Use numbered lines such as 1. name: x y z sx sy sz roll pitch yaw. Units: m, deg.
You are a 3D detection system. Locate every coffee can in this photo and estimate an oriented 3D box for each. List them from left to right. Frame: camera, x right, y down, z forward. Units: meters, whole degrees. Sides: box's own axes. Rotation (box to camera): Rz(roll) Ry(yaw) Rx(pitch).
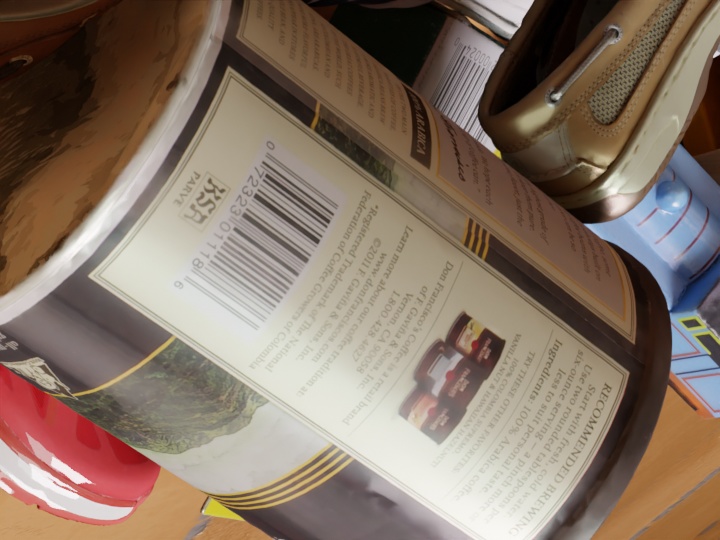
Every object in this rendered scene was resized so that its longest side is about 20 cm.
1. coffee can: -0.021 0.003 0.736 0.200 0.147 0.146 36 125 -28

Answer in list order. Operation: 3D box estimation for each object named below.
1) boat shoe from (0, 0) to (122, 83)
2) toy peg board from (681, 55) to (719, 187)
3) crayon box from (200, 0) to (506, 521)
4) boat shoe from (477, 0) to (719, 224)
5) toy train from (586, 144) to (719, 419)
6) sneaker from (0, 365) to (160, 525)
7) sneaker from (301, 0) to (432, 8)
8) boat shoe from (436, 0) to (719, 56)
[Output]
1. boat shoe: -0.115 -0.091 0.684 0.199 0.072 0.068 -21 170 14
2. toy peg board: 0.225 -0.105 1.121 0.199 0.098 0.199 -16 -179 -31
3. crayon box: 0.000 0.000 0.885 0.127 0.051 0.201 22 96 -60
4. boat shoe: 0.100 -0.118 0.802 0.071 0.201 0.076 4 153 48
5. toy train: 0.120 -0.015 1.055 0.114 0.200 0.087 -16 -146 55
6. sneaker: -0.109 0.001 0.812 0.115 0.079 0.200 -36 126 11
7. sneaker: 0.031 -0.142 0.731 0.108 0.070 0.200 -10 160 -48
8. boat shoe: 0.076 -0.115 0.900 0.065 0.074 0.200 -29 153 24
